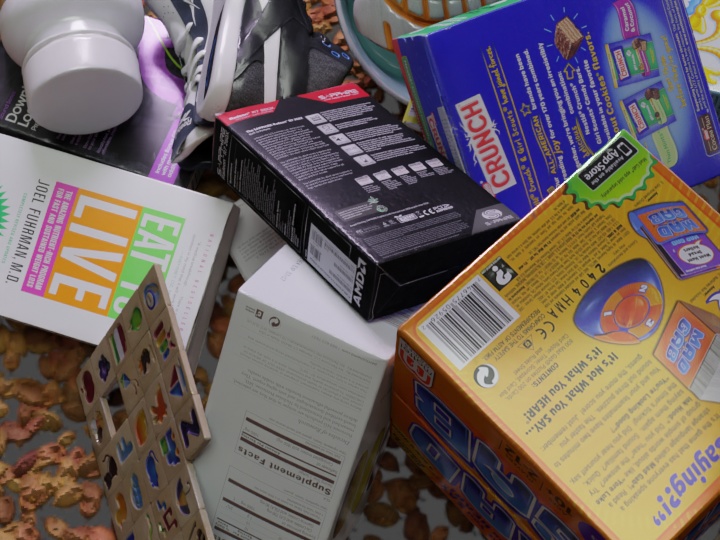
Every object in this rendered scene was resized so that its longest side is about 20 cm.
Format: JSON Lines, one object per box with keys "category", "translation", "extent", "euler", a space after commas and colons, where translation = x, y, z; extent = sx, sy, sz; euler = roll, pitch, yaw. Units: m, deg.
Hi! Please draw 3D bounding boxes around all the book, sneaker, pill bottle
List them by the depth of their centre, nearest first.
{"category": "sneaker", "translation": [0.087, -0.203, 1.207], "extent": [0.198, 0.077, 0.079], "euler": [-10, 107, -16]}
{"category": "sneaker", "translation": [-0.054, -0.192, 1.216], "extent": [0.111, 0.073, 0.202], "euler": [16, 73, -18]}
{"category": "book", "translation": [-0.203, -0.013, 1.221], "extent": [0.198, 0.048, 0.135], "euler": [16, 84, 10]}
{"category": "sneaker", "translation": [-0.123, -0.145, 1.249], "extent": [0.199, 0.079, 0.130], "euler": [46, 58, 0]}
{"category": "pill bottle", "translation": [-0.229, -0.215, 1.262], "extent": [0.113, 0.115, 0.202], "euler": [-11, 64, -6]}

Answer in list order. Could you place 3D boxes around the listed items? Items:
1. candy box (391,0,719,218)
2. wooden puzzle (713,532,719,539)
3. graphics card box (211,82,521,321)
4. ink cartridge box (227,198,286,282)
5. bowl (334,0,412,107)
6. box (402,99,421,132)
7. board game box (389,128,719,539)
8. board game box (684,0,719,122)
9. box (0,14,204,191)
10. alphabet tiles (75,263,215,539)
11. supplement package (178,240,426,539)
{"category": "candy box", "translation": [0.144, -0.117, 1.151], "extent": [0.198, 0.077, 0.171], "euler": [-21, 99, -17]}
{"category": "wooden puzzle", "translation": [0.284, 0.296, 1.099], "extent": [0.200, 0.046, 0.185], "euler": [39, 70, 16]}
{"category": "graphics card box", "translation": [0.000, -0.053, 1.095], "extent": [0.125, 0.051, 0.200], "euler": [-17, 41, -33]}
{"category": "ink cartridge box", "translation": [0.000, 0.000, 1.213], "extent": [0.160, 0.050, 0.201], "euler": [-33, 69, 4]}
{"category": "bowl", "translation": [0.059, -0.221, 1.291], "extent": [0.199, 0.105, 0.203], "euler": [0, 91, -18]}
{"category": "box", "translation": [0.136, -0.097, 1.228], "extent": [0.198, 0.075, 0.051], "euler": [20, 91, -15]}
{"category": "board game box", "translation": [0.158, 0.080, 1.026], "extent": [0.200, 0.200, 0.200], "euler": [-40, 71, -17]}
{"category": "board game box", "translation": [0.262, -0.160, 1.289], "extent": [0.198, 0.105, 0.104], "euler": [12, 64, 4]}
{"category": "box", "translation": [-0.206, -0.147, 1.312], "extent": [0.198, 0.036, 0.144], "euler": [18, 65, 8]}
{"category": "alphabet tiles", "translation": [-0.146, 0.124, 1.117], "extent": [0.007, 0.167, 0.202], "euler": [-3, 60, -33]}
{"category": "supplement package", "translation": [-0.038, 0.096, 1.093], "extent": [0.109, 0.201, 0.114], "euler": [24, 30, 11]}
